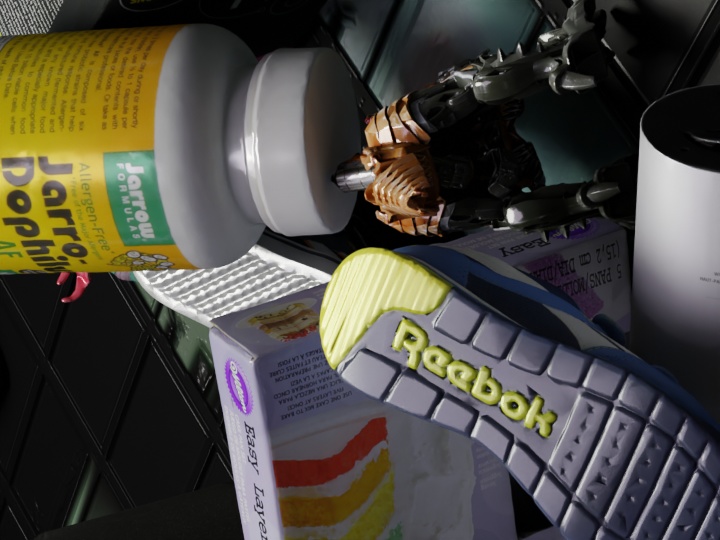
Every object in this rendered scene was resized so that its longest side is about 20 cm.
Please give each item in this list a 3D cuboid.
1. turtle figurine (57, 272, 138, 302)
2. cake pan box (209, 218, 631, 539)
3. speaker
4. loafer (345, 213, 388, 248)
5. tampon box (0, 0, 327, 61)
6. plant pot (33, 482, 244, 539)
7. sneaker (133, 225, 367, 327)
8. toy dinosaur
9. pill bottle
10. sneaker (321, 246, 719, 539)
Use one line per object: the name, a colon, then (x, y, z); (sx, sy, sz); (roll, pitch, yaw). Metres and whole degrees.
turtle figurine: (-0.169, -0.057, 1.585); (0.200, 0.100, 0.151); (23, 127, 60)
cake pan box: (0.040, 0.083, 1.199); (0.052, 0.199, 0.185); (33, 134, 55)
speaker: (0.149, 0.027, 1.101); (0.081, 0.081, 0.201); (36, 137, 46)
loafer: (0.000, 0.000, 1.369); (0.200, 0.072, 0.063); (44, 124, 28)
tampon box: (-0.093, -0.179, 1.317); (0.127, 0.149, 0.200); (65, 151, 15)
plant pot: (-0.095, 0.230, 1.543); (0.177, 0.199, 0.201); (-138, 38, -57)
sneaker: (-0.015, 0.020, 1.294); (0.200, 0.079, 0.079); (37, 116, 23)
toy dinosaur: (0.049, -0.046, 1.163); (0.200, 0.135, 0.103); (-79, -27, -56)
pill bottle: (-0.106, -0.055, 1.238); (0.199, 0.113, 0.113); (-1, 111, 17)
sneaker: (0.082, 0.050, 1.070); (0.200, 0.082, 0.074); (36, 110, 19)
